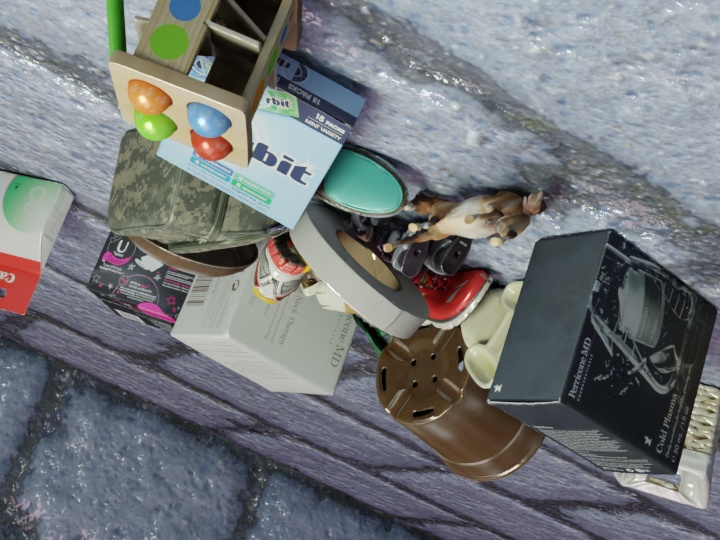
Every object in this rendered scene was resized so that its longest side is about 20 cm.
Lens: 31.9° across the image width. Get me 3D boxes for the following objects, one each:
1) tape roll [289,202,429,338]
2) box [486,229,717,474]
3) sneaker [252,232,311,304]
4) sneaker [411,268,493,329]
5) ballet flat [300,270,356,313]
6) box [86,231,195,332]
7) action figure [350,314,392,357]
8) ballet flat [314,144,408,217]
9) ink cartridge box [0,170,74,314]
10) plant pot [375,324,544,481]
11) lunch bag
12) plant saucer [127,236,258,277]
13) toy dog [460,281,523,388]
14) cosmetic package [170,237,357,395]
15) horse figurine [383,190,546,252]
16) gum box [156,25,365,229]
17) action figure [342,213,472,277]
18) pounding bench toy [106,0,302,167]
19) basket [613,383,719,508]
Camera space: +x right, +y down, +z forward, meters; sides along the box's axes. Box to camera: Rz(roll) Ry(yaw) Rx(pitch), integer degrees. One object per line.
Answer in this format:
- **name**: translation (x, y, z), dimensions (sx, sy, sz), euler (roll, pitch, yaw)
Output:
- **tape roll**: translation (0.000, 0.000, 1.510), dimensions (0.202, 0.037, 0.203), euler (41, -166, -12)
- **box**: translation (0.268, 0.093, 1.383), dimensions (0.195, 0.202, 0.123), euler (30, 159, -28)
- **sneaker**: translation (-0.094, -0.019, 1.572), dimensions (0.077, 0.083, 0.200), euler (36, -161, -1)
- **sneaker**: translation (0.086, 0.025, 1.617), dimensions (0.085, 0.077, 0.199), euler (46, 149, -21)
- **ballet flat**: translation (-0.039, 0.024, 1.661), dimensions (0.200, 0.062, 0.069), euler (30, 143, 65)
- **box**: translation (-0.307, 0.025, 2.001), dimensions (0.198, 0.116, 0.132), euler (16, 163, 20)
- **action figure**: translation (0.026, 0.064, 1.782), dimensions (0.054, 0.119, 0.200), euler (-17, 135, 27)
- **ballet flat**: translation (-0.036, -0.110, 1.394), dimensions (0.198, 0.075, 0.074), euler (20, 163, 11)
- **ink cartridge box**: translation (-0.541, -0.048, 1.913), dimensions (0.159, 0.202, 0.050), euler (12, 160, 26)
- **plant pot**: translation (0.132, 0.163, 1.721), dimensions (0.198, 0.203, 0.198), euler (7, 162, 38)
- **lunch bag**: translation (-0.185, -0.092, 1.498), dimensions (0.166, 0.142, 0.199), euler (12, 171, -35)
- **plant saucer**: translation (-0.231, -0.044, 1.654), dimensions (0.198, 0.032, 0.201), euler (23, -160, -9)
- **toy dog**: translation (0.227, 0.114, 1.608), dimensions (0.199, 0.141, 0.193), euler (31, 173, -27)
- **cosmetic package**: translation (-0.129, 0.062, 1.809), dimensions (0.199, 0.169, 0.165), euler (31, 160, -31)
- **horse figurine**: translation (0.116, -0.055, 1.319), dimensions (0.198, 0.051, 0.132), euler (-5, -167, 33)
- **gum box**: translation (-0.106, -0.144, 1.282), dimensions (0.168, 0.045, 0.200), euler (28, 147, -5)
- **action figure**: translation (0.054, -0.033, 1.478), dimensions (0.129, 0.070, 0.200), euler (17, -177, -22)
- **pounding bench toy**: translation (-0.169, -0.200, 1.110), dimensions (0.198, 0.158, 0.124), euler (21, 163, 3)
- **basket**: translation (0.426, 0.231, 1.732), dimensions (0.134, 0.125, 0.200), euler (14, 162, 20)
